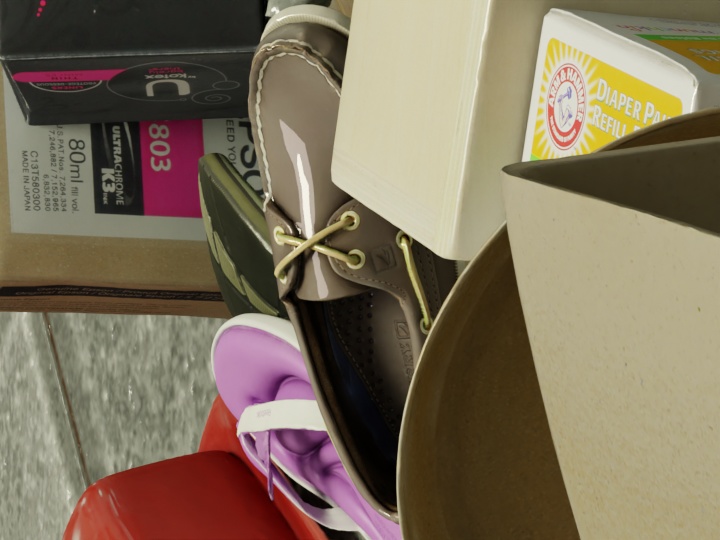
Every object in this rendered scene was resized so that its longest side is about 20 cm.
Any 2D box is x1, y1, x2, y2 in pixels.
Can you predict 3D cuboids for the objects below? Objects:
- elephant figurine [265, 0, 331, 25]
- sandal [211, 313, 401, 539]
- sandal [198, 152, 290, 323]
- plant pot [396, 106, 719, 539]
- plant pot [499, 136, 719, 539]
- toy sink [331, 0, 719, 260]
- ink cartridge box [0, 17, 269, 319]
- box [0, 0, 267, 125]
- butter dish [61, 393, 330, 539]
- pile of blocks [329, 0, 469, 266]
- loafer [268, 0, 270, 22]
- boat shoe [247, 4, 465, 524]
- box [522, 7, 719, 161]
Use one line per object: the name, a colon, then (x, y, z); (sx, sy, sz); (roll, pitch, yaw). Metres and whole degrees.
elephant figurine: (-0.004, -0.199, 0.998); (0.200, 0.154, 0.142); (39, 126, 50)
sandal: (-0.018, 0.083, 1.064); (0.202, 0.050, 0.083); (37, 137, 43)
sandal: (-0.010, 0.007, 1.107); (0.201, 0.057, 0.080); (35, 140, 40)
plant pot: (0.103, 0.047, 0.706); (0.027, 0.199, 0.201); (-133, 49, -68)
plant pot: (0.165, 0.065, 0.594); (0.200, 0.199, 0.178); (-155, 61, -62)
toy sink: (0.077, -0.112, 0.838); (0.112, 0.130, 0.201); (-144, 57, -60)
ink cartridge box: (-0.126, -0.081, 1.218); (0.075, 0.164, 0.201); (-26, 66, 59)
box: (-0.106, -0.179, 1.128); (0.106, 0.121, 0.201); (96, 171, -77)
butter dish: (-0.104, 0.186, 1.186); (0.200, 0.147, 0.201); (-129, 46, -54)
pile of blocks: (0.031, -0.039, 1.010); (0.082, 0.062, 0.201); (67, 179, -77)
loafer: (-0.003, -0.184, 1.090); (0.070, 0.068, 0.202); (-14, 71, 42)
boat shoe: (0.000, 0.000, 0.919); (0.071, 0.060, 0.201); (-4, 115, 31)
box: (0.113, 0.025, 0.777); (0.101, 0.112, 0.201); (-142, 55, -61)
